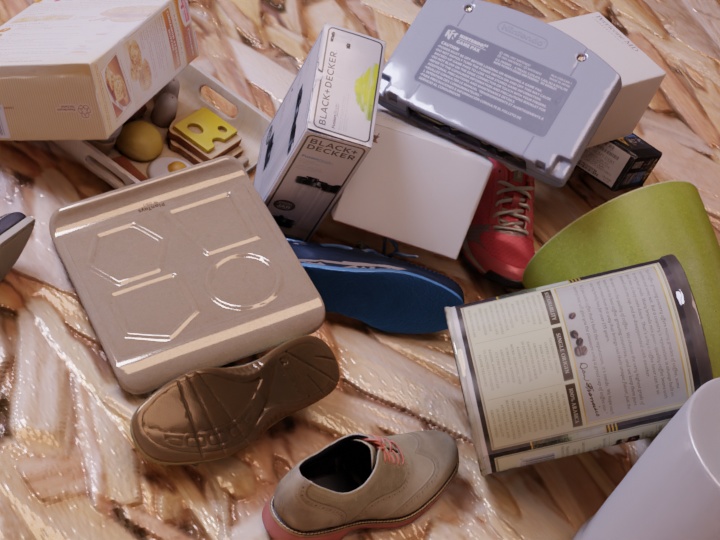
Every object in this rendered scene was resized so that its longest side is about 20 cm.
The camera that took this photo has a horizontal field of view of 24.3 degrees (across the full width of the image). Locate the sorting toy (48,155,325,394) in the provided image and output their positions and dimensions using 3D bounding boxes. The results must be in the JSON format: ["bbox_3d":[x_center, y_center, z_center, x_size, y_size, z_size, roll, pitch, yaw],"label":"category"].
[{"bbox_3d":[-0.149,0.003,1.425,0.184,0.037,0.201,-19,55,-17],"label":"sorting toy"}]

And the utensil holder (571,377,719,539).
[{"bbox_3d":[0.282,0.206,1.331,0.169,0.201,0.171,16,40,-14],"label":"utensil holder"}]

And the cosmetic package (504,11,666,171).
[{"bbox_3d":[0.190,-0.176,1.623,0.199,0.085,0.108,-21,58,-43],"label":"cosmetic package"}]

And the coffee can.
[{"bbox_3d":[0.182,0.080,1.402,0.198,0.147,0.147,-13,44,2],"label":"coffee can"}]

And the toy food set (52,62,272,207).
[{"bbox_3d":[-0.181,-0.132,1.575,0.143,0.061,0.200,35,40,12],"label":"toy food set"}]

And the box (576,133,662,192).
[{"bbox_3d":[0.217,-0.159,1.785,0.198,0.050,0.200,37,15,12],"label":"box"}]

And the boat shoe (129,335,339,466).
[{"bbox_3d":[-0.105,0.111,1.350,0.199,0.063,0.074,-17,81,-38],"label":"boat shoe"}]

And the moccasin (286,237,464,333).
[{"bbox_3d":[0.000,0.000,1.512,0.198,0.081,0.068,15,35,-15],"label":"moccasin"}]

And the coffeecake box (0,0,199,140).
[{"bbox_3d":[-0.259,-0.191,1.525,0.152,0.074,0.200,1,28,21],"label":"coffeecake box"}]

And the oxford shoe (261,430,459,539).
[{"bbox_3d":[0.015,0.162,1.336,0.199,0.075,0.070,-19,55,-43],"label":"oxford shoe"}]

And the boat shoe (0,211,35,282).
[{"bbox_3d":[-0.334,0.001,1.329,0.063,0.073,0.200,35,43,7],"label":"boat shoe"}]

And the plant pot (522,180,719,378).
[{"bbox_3d":[0.276,0.053,1.548,0.186,0.187,0.201,-9,63,-36],"label":"plant pot"}]

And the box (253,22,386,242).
[{"bbox_3d":[-0.042,-0.115,1.501,0.060,0.200,0.117,15,59,-13],"label":"box"}]

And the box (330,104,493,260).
[{"bbox_3d":[0.037,-0.100,1.576,0.123,0.098,0.200,18,15,-11],"label":"box"}]

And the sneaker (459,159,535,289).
[{"bbox_3d":[0.140,-0.068,1.661,0.073,0.087,0.201,11,41,-16],"label":"sneaker"}]

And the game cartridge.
[{"bbox_3d":[0.126,-0.170,1.508,0.199,0.041,0.134,27,75,18],"label":"game cartridge"}]
